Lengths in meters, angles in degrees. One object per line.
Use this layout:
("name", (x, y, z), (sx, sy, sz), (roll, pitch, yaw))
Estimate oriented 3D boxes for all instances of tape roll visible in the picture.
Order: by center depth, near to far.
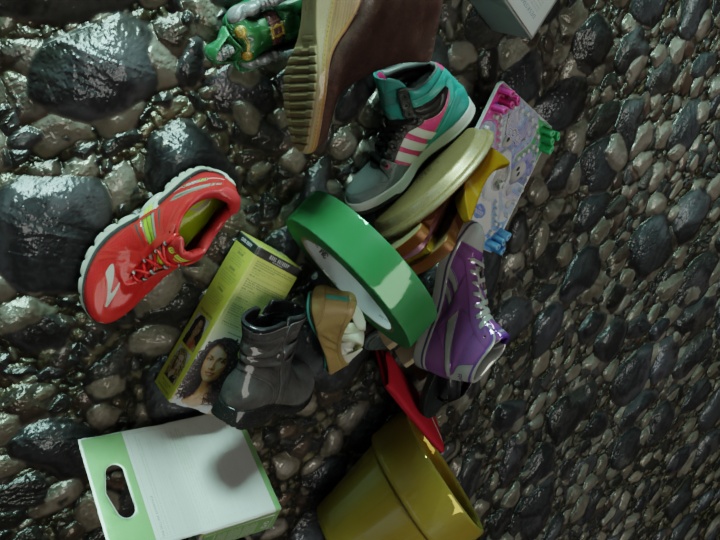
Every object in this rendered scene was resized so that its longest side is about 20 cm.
("tape roll", (0.000, 0.000, 0.851), (0.048, 0.200, 0.201), (-45, 132, -9))

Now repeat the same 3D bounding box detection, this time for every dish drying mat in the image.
("dish drying mat", (0.074, 0.189, 1.095), (0.018, 0.078, 0.201), (-24, 132, 11))

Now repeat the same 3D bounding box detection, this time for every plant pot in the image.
("plant pot", (0.046, 0.340, 1.082), (0.187, 0.202, 0.202), (-35, 132, 1))

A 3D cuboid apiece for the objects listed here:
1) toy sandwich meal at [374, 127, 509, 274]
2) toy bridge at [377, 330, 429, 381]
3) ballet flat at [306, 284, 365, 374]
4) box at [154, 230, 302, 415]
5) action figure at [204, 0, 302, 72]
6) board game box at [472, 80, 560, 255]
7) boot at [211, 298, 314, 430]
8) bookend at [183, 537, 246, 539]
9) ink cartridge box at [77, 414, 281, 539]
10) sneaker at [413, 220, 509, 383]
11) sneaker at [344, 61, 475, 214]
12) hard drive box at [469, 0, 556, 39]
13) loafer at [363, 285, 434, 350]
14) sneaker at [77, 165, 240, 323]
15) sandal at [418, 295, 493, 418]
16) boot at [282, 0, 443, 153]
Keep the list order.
("toy sandwich meal", (0.094, -0.083, 0.891), (0.205, 0.205, 0.070), (-46, 104, -10))
("toy bridge", (0.080, 0.102, 1.029), (0.067, 0.027, 0.200), (-34, 153, 2))
("ballet flat", (-0.023, 0.079, 0.913), (0.061, 0.070, 0.201), (-1, 156, 4))
("box", (-0.152, 0.063, 0.865), (0.075, 0.050, 0.203), (27, 94, -44))
("action figure", (-0.071, -0.257, 0.766), (0.198, 0.055, 0.120), (-31, 131, -17))
("board game box", (0.191, -0.128, 1.027), (0.199, 0.026, 0.203), (15, 103, -56))
("boot", (-0.088, 0.098, 0.873), (0.134, 0.069, 0.200), (-69, 165, 12))
("bookend", (-0.213, 0.387, 0.955), (0.201, 0.092, 0.199), (-50, 135, -9))
("ink cartridge box", (-0.204, 0.241, 0.847), (0.197, 0.147, 0.048), (-6, 140, -36))
("sneaker", (0.149, 0.042, 0.956), (0.072, 0.113, 0.205), (16, 88, -53))
("sneaker", (0.038, -0.169, 0.875), (0.200, 0.083, 0.121), (-45, 129, -6))
("hard drive box", (0.196, -0.408, 0.883), (0.155, 0.076, 0.202), (34, 89, -43))
("loafer", (0.077, 0.056, 1.051), (0.197, 0.064, 0.072), (-14, 152, -29))
("sneaker", (-0.201, -0.025, 0.756), (0.201, 0.085, 0.077), (-48, 132, -8))
("sandal", (0.138, 0.129, 1.050), (0.075, 0.048, 0.204), (-4, 122, -53))
("boot", (0.010, -0.217, 0.764), (0.164, 0.072, 0.204), (-4, 112, -35))
